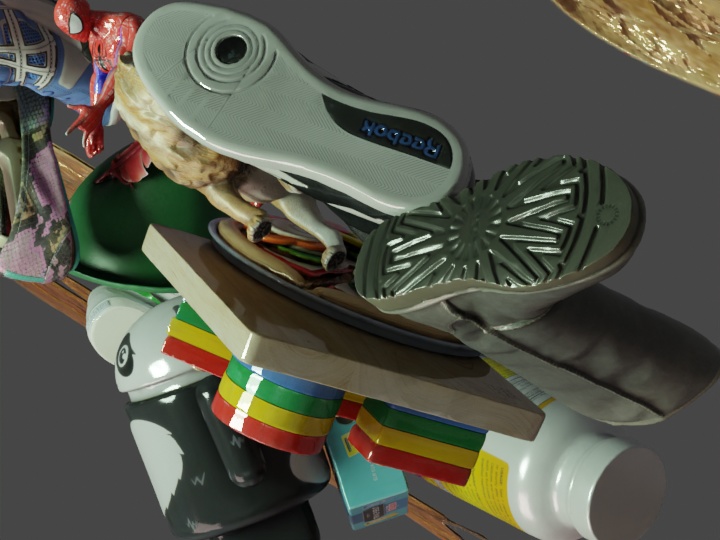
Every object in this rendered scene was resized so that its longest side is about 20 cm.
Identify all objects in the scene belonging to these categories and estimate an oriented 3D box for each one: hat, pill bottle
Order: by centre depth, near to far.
[{"bbox_3d":[0.117,0.126,1.420,0.200,0.104,0.104,23,165,50],"label":"pill bottle"},{"bbox_3d":[-0.139,-0.093,1.425,0.165,0.177,0.200,-16,-148,-42],"label":"hat"}]

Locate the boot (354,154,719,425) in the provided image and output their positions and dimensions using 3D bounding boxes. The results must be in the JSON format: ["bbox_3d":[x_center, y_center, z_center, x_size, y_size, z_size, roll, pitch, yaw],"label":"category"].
[{"bbox_3d":[0.119,0.021,1.016,0.200,0.073,0.182,33,153,-35],"label":"boot"}]

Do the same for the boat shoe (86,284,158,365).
[{"bbox_3d":[-0.143,0.076,1.664,0.200,0.072,0.069,29,-163,-26],"label":"boat shoe"}]

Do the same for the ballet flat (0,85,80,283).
[{"bbox_3d":[-0.238,-0.084,1.381,0.071,0.201,0.069,1,154,-28],"label":"ballet flat"}]

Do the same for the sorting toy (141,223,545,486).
[{"bbox_3d":[-0.024,0.058,1.224,0.198,0.070,0.200,17,-168,-27],"label":"sorting toy"}]

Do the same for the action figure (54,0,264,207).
[{"bbox_3d":[-0.125,-0.084,1.241,0.200,0.099,0.065,43,159,-31],"label":"action figure"}]

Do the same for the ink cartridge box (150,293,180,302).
[{"bbox_3d":[-0.102,0.012,1.644,0.200,0.083,0.146,41,168,-34],"label":"ink cartridge box"}]

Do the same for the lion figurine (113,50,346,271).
[{"bbox_3d":[-0.059,-0.062,1.185,0.122,0.073,0.200,40,-176,31],"label":"lion figurine"}]

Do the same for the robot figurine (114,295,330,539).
[{"bbox_3d":[-0.098,0.114,1.429,0.150,0.125,0.201,-18,94,41],"label":"robot figurine"}]

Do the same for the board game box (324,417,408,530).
[{"bbox_3d":[-0.017,0.081,1.482,0.151,0.047,0.201,85,168,-77],"label":"board game box"}]

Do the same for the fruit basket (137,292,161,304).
[{"bbox_3d":[-0.152,0.067,1.810,0.185,0.093,0.200,-92,-17,-53],"label":"fruit basket"}]

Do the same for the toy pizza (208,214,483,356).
[{"bbox_3d":[0.000,0.000,1.283,0.200,0.032,0.200,22,-170,-4],"label":"toy pizza"}]

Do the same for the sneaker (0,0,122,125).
[{"bbox_3d":[-0.229,-0.148,1.321,0.076,0.077,0.200,21,165,47],"label":"sneaker"}]

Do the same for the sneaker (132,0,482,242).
[{"bbox_3d":[-0.027,-0.064,1.080,0.200,0.073,0.112,29,167,19],"label":"sneaker"}]
